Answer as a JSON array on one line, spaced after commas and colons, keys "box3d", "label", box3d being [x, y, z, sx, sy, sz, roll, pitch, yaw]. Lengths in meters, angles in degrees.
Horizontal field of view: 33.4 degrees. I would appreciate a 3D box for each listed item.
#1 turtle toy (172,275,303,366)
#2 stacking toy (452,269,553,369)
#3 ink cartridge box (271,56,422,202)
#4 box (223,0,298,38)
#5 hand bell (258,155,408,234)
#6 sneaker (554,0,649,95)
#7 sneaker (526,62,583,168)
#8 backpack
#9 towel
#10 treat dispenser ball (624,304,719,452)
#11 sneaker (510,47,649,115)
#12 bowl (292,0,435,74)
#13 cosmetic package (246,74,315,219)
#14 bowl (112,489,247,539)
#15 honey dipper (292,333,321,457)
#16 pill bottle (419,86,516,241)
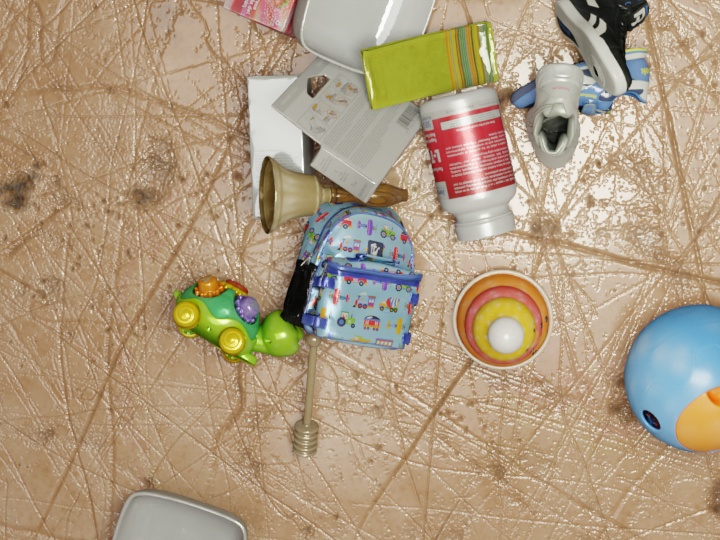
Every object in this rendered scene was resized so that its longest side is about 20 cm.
[{"box3d": [-0.181, 0.075, 1.738, 0.199, 0.146, 0.101, 29, 79, 0], "label": "turtle toy"}, {"box3d": [0.198, 0.083, 1.658, 0.145, 0.200, 0.147, 1, 98, 6], "label": "stacking toy"}, {"box3d": [-0.018, -0.206, 1.648, 0.176, 0.200, 0.045, 35, 132, 0], "label": "ink cartridge box"}, {"box3d": [-0.101, -0.436, 1.668, 0.094, 0.103, 0.201, 24, 98, 9], "label": "box"}, {"box3d": [-0.031, -0.103, 1.628, 0.199, 0.104, 0.105, -2, 98, -17], "label": "hand bell"}, {"box3d": [0.345, -0.321, 1.602, 0.111, 0.201, 0.073, -21, 137, -1], "label": "sneaker"}, {"box3d": [0.258, -0.186, 1.623, 0.077, 0.200, 0.100, 5, 62, 12], "label": "sneaker"}, {"box3d": [0.000, 0.000, 1.688, 0.182, 0.134, 0.201, 14, 90, -23], "label": "backpack"}, {"box3d": [0.099, -0.286, 1.668, 0.199, 0.018, 0.087, -16, 102, -18], "label": "towel"}, {"box3d": [0.463, 0.148, 1.639, 0.199, 0.201, 0.202, 1, 98, 6], "label": "treat dispenser ball"}, {"box3d": [0.308, -0.250, 1.669, 0.199, 0.074, 0.083, -14, 98, 8], "label": "sneaker"}, {"box3d": [0.003, -0.379, 1.650, 0.199, 0.075, 0.201, 13, 103, -36], "label": "bowl"}, {"box3d": [-0.110, -0.177, 1.701, 0.081, 0.113, 0.201, -3, 96, 6], "label": "cosmetic package"}, {"box3d": [-0.273, 0.432, 1.809, 0.199, 0.075, 0.201, 16, 99, 3], "label": "bowl"}, {"box3d": [-0.076, 0.180, 1.753, 0.038, 0.038, 0.201, 7, 115, 5], "label": "honey dipper"}, {"box3d": [0.156, -0.148, 1.676, 0.112, 0.112, 0.201, -12, 96, 7], "label": "pill bottle"}]
